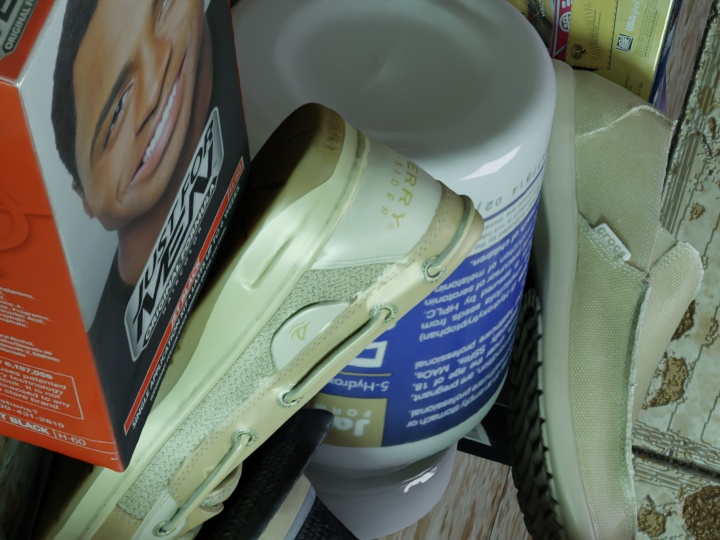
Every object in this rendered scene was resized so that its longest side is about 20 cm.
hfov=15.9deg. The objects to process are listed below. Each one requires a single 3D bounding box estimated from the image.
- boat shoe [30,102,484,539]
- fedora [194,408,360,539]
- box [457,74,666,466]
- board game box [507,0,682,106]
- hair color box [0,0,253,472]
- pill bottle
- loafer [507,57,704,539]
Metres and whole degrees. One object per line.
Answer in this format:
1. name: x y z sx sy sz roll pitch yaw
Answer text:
1. boat shoe: -0.040 0.039 0.777 0.201 0.063 0.073 -54 -164 29
2. fedora: -0.043 0.147 0.856 0.201 0.091 0.201 -53 -177 5
3. box: 0.067 -0.022 1.244 0.200 0.122 0.200 61 45 -76
4. board game box: 0.049 -0.069 1.034 0.035 0.135 0.201 -54 159 -63
5. hair color box: -0.076 -0.040 0.632 0.200 0.061 0.102 85 24 -63
6. pill bottle: 0.000 0.000 0.929 0.201 0.119 0.120 96 15 -44
7. loafer: 0.092 0.015 0.952 0.076 0.068 0.201 109 -18 -70
